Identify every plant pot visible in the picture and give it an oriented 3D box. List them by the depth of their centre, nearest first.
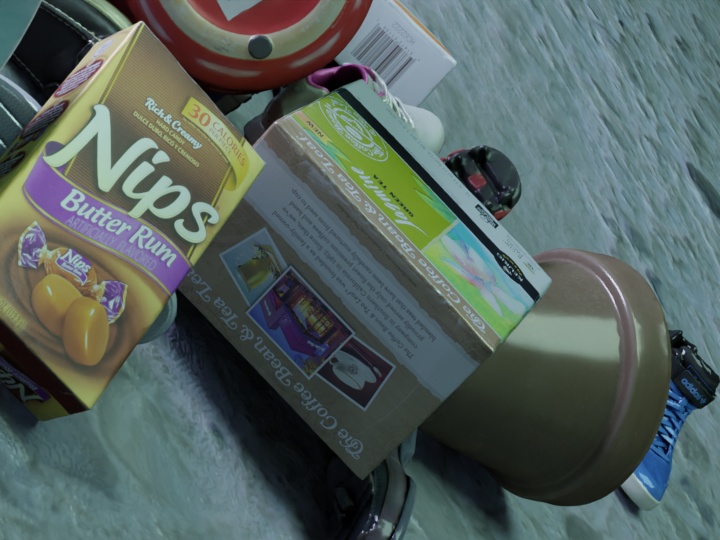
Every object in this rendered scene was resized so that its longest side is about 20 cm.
[{"bbox_3d":[-0.084,-0.221,1.441,0.201,0.200,0.182,53,-3,-9],"label":"plant pot"},{"bbox_3d":[0.110,0.068,1.598,0.174,0.200,0.201,15,44,-37],"label":"plant pot"}]

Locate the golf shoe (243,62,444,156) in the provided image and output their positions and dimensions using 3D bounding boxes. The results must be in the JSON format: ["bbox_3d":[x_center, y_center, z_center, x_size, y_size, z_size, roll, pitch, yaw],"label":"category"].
[{"bbox_3d":[0.005,-0.115,1.607,0.199,0.092,0.075,-7,51,-47],"label":"golf shoe"}]

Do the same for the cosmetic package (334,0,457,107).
[{"bbox_3d":[0.018,-0.198,1.814,0.101,0.071,0.200,42,7,-11],"label":"cosmetic package"}]

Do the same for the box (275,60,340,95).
[{"bbox_3d":[0.002,-0.076,1.725,0.159,0.046,0.201,39,27,-38],"label":"box"}]

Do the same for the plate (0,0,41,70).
[{"bbox_3d":[-0.231,-0.130,1.096,0.026,0.201,0.200,37,18,11],"label":"plate"}]

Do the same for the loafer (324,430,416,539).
[{"bbox_3d":[-0.003,0.140,1.397,0.063,0.072,0.200,32,20,-9],"label":"loafer"}]

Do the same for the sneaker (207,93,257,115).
[{"bbox_3d":[-0.109,-0.210,1.628,0.089,0.078,0.201,47,23,-30],"label":"sneaker"}]

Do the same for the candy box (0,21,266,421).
[{"bbox_3d":[-0.150,-0.030,1.175,0.117,0.056,0.201,48,53,-22],"label":"candy box"}]

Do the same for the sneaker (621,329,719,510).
[{"bbox_3d":[0.284,0.131,1.968,0.077,0.111,0.201,47,23,-24],"label":"sneaker"}]

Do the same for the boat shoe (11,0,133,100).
[{"bbox_3d":[-0.164,-0.116,1.361,0.199,0.073,0.065,37,35,-10],"label":"boat shoe"}]

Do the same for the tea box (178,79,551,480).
[{"bbox_3d":[0.000,0.000,1.389,0.200,0.134,0.197,46,22,1],"label":"tea box"}]

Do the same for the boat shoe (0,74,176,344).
[{"bbox_3d":[-0.185,-0.039,1.246,0.201,0.072,0.071,54,4,-19],"label":"boat shoe"}]

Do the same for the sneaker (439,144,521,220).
[{"bbox_3d":[0.025,-0.026,1.586,0.071,0.199,0.098,62,-22,22],"label":"sneaker"}]
